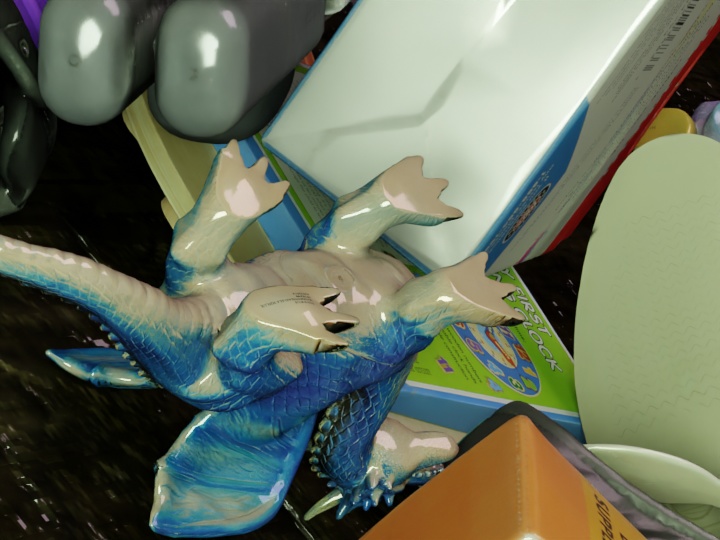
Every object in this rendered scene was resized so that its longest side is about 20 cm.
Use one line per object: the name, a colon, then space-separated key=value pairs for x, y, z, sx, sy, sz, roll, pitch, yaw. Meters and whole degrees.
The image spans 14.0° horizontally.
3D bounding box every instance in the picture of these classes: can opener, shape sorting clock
can opener: x=-0.034 y=-0.051 z=0.727 sx=0.053 sy=0.067 sz=0.200 roll=6 pitch=15 yaw=7
shape sorting clock: x=0.000 y=0.000 z=0.867 sx=0.200 sy=0.039 sz=0.200 roll=39 pitch=22 yaw=-20

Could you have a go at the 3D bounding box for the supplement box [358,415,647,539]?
supplement box: x=0.084 y=0.131 z=0.723 sx=0.200 sy=0.069 sz=0.067 roll=46 pitch=17 yaw=-17

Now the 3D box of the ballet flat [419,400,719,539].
ballet flat: x=0.109 y=0.093 z=0.779 sx=0.200 sy=0.068 sz=0.068 roll=30 pitch=54 yaw=-8

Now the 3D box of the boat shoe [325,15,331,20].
boat shoe: x=-0.069 y=-0.157 z=0.935 sx=0.065 sy=0.074 sz=0.200 roll=17 pitch=27 yaw=-52

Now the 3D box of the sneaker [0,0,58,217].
sneaker: x=-0.098 y=-0.054 z=0.695 sx=0.100 sy=0.069 sz=0.200 roll=66 pitch=16 yaw=14

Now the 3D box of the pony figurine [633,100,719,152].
pony figurine: x=0.147 y=0.037 z=0.993 sx=0.200 sy=0.166 sz=0.193 roll=58 pitch=32 yaw=-41

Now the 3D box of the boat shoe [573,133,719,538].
boat shoe: x=0.114 y=0.059 z=0.859 sx=0.063 sy=0.074 sz=0.202 roll=-9 pitch=87 yaw=-58

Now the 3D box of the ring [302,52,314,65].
ring: x=-0.089 y=-0.124 z=0.976 sx=0.200 sy=0.019 sz=0.200 roll=45 pitch=16 yaw=-16

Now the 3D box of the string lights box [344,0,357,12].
string lights box: x=-0.053 y=-0.180 z=1.066 sx=0.200 sy=0.059 sz=0.103 roll=45 pitch=2 yaw=13

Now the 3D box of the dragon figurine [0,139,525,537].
dragon figurine: x=-0.031 y=0.024 z=0.683 sx=0.200 sy=0.099 sz=0.059 roll=-6 pitch=55 yaw=-48

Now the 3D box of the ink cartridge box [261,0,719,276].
ink cartridge box: x=0.053 y=-0.066 z=0.837 sx=0.067 sy=0.116 sz=0.200 roll=37 pitch=11 yaw=8
